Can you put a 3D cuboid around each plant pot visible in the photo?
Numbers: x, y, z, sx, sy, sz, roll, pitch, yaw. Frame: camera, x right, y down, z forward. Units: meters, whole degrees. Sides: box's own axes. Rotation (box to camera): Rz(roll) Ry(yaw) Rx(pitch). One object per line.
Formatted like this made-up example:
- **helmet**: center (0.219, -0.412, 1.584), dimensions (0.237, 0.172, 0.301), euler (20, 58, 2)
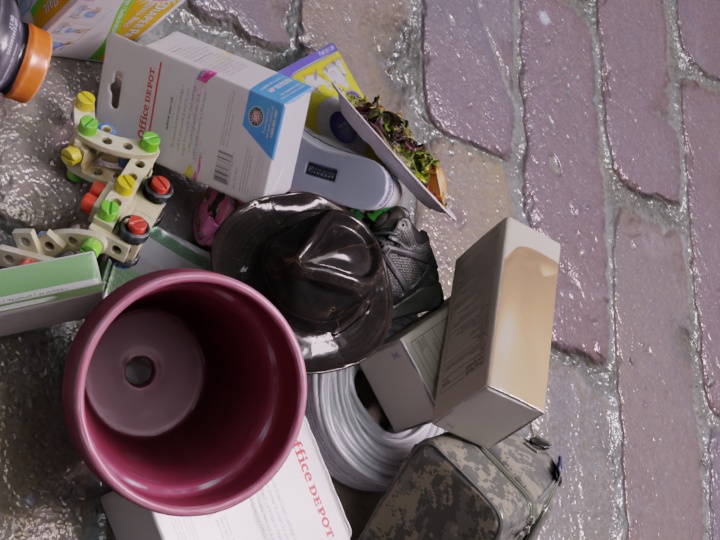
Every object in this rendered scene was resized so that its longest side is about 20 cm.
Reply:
- **plant pot**: center (-0.167, 0.096, 1.151), dimensions (0.197, 0.179, 0.204), euler (-1, 93, -24)

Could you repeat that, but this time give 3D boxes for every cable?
- **cable**: center (0.018, 0.135, 1.425), dimensions (0.198, 0.069, 0.203), euler (-8, 79, -41)

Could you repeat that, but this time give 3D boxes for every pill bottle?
- **pill bottle**: center (-0.379, -0.218, 1.196), dimensions (0.198, 0.106, 0.108), euler (21, 60, -33)

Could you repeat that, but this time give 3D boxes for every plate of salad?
- **plate of salad**: center (0.043, -0.134, 1.434), dimensions (0.200, 0.048, 0.200), euler (47, 7, -7)

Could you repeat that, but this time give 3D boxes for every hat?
- **hat**: center (-0.036, -0.001, 1.239), dimensions (0.198, 0.081, 0.204), euler (14, 62, -28)

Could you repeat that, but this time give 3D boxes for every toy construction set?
- **toy construction set**: center (-0.250, -0.068, 1.248), dimensions (0.130, 0.092, 0.202), euler (27, 56, -5)

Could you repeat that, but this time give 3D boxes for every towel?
- **towel**: center (-0.197, 0.057, 1.297), dimensions (0.148, 0.031, 0.203), euler (28, 57, -29)

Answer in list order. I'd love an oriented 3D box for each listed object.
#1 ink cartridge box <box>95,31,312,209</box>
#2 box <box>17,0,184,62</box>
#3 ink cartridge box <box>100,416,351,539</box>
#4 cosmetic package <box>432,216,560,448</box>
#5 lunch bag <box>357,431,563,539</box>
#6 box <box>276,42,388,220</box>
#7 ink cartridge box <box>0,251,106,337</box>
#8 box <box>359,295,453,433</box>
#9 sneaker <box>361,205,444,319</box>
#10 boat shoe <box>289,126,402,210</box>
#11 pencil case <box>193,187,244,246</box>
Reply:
- **ink cartridge box**: center (-0.157, -0.156, 1.311), dimensions (0.198, 0.117, 0.068), euler (24, 30, 14)
- **box**: center (-0.242, -0.292, 1.277), dimensions (0.100, 0.199, 0.114), euler (1, 72, -40)
- **ink cartridge box**: center (-0.122, 0.235, 1.254), dimensions (0.199, 0.082, 0.149), euler (-21, 88, -43)
- **cosmetic package**: center (0.136, 0.061, 1.324), dimensions (0.070, 0.105, 0.202), euler (25, 55, -19)
- **lunch bag**: center (0.109, 0.262, 1.362), dimensions (0.139, 0.202, 0.167), euler (39, 24, 27)
- **box**: center (-0.027, -0.145, 1.511), dimensions (0.117, 0.048, 0.202), euler (-36, 99, -44)
- **ink cartridge box**: center (-0.284, 0.019, 1.093), dimensions (0.143, 0.200, 0.049), euler (-12, 82, -14)
- **box**: center (0.100, 0.082, 1.414), dimensions (0.199, 0.077, 0.096), euler (-29, 92, -42)
- **sneaker**: center (0.000, 0.000, 1.360), dimensions (0.197, 0.076, 0.116), euler (-16, 102, -37)
- **boat shoe**: center (-0.042, -0.112, 1.424), dimensions (0.086, 0.200, 0.076), euler (10, 98, -66)
- **pencil case**: center (-0.081, -0.031, 1.398), dimensions (0.198, 0.086, 0.084), euler (27, 94, -30)
